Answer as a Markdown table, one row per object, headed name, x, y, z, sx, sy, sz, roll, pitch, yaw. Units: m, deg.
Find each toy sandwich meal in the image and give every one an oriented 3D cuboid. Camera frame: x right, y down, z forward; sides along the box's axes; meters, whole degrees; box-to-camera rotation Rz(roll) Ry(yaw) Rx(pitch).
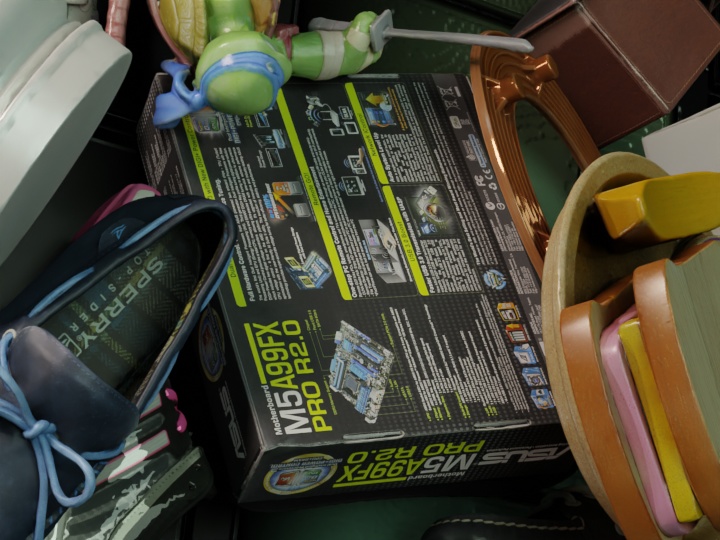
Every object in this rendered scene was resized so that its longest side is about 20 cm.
| name | x | y | z | sx | sy | sz | roll | pitch | yaw |
| --- | --- | --- | --- | --- | --- | --- | --- | --- | --- |
| toy sandwich meal | 0.144 | 0.035 | 0.828 | 0.205 | 0.070 | 0.206 | 26 | 57 | -49 |

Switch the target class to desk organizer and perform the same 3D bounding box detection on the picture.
| name | x | y | z | sx | sy | sz | roll | pitch | yaw |
| --- | --- | --- | --- | --- | --- | --- | --- | --- | --- |
| desk organizer | 0.167 | -0.159 | 1.034 | 0.077 | 0.072 | 0.200 | 48 | 58 | -10 |

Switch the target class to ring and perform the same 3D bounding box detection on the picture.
| name | x | y | z | sx | sy | sz | roll | pitch | yaw |
| --- | --- | --- | --- | --- | --- | --- | --- | --- | --- |
| ring | 0.108 | -0.026 | 0.919 | 0.201 | 0.019 | 0.201 | 51 | 25 | -34 |

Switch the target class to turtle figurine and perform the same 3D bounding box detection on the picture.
| name | x | y | z | sx | sy | sz | roll | pitch | yaw |
| --- | --- | --- | --- | --- | --- | --- | --- | --- | --- |
| turtle figurine | -0.025 | -0.160 | 0.855 | 0.144 | 0.200 | 0.194 | 27 | 32 | -47 |

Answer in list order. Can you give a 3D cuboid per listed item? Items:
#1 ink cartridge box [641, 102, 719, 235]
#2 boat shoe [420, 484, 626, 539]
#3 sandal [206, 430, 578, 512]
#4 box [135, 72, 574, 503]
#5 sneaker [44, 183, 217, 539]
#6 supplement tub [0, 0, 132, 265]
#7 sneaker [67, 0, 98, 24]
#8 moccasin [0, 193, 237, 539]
| name | x | y | z | sx | sy | sz | roll | pitch | yaw |
| --- | --- | --- | --- | --- | --- | --- | --- | --- | --- |
| ink cartridge box | 0.233 | 0.015 | 0.983 | 0.144 | 0.084 | 0.201 | 3 | 72 | -49 |
| boat shoe | 0.111 | 0.131 | 0.904 | 0.199 | 0.074 | 0.061 | 14 | 67 | -28 |
| sandal | 0.027 | 0.069 | 0.876 | 0.199 | 0.075 | 0.045 | -6 | 121 | -28 |
| box | 0.000 | 0.000 | 0.858 | 0.160 | 0.044 | 0.201 | -4 | 55 | -24 |
| sneaker | -0.099 | 0.065 | 0.812 | 0.087 | 0.074 | 0.201 | 19 | 70 | -22 |
| supplement tub | -0.204 | -0.091 | 0.745 | 0.200 | 0.145 | 0.146 | 35 | 60 | -4 |
| sneaker | -0.150 | -0.149 | 0.843 | 0.081 | 0.088 | 0.201 | -5 | 76 | -30 |
| moccasin | -0.117 | 0.040 | 0.723 | 0.080 | 0.068 | 0.200 | 39 | 62 | -18 |
